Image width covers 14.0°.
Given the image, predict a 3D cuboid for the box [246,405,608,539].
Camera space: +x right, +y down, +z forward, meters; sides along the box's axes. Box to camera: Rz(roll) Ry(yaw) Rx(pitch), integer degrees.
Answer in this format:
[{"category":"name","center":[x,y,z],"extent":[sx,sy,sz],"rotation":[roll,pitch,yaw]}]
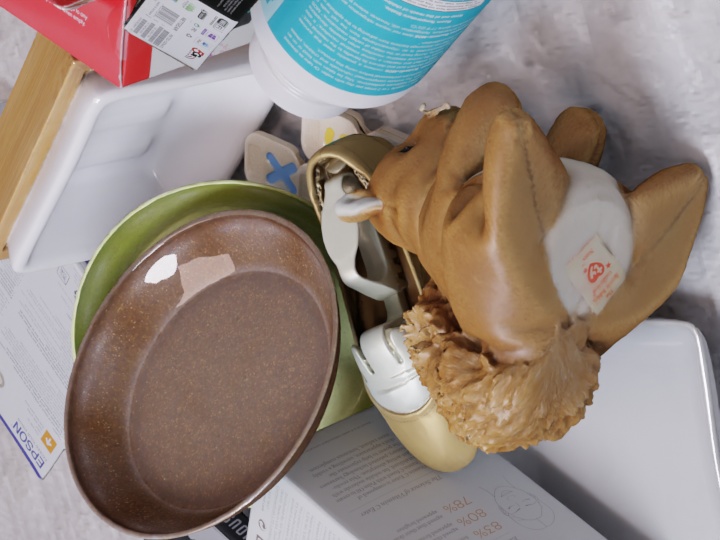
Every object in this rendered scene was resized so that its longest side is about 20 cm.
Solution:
[{"category":"box","center":[0.046,0.174,1.656],"extent":[0.200,0.124,0.098],"rotation":[37,133,34]}]

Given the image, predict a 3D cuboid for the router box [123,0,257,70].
[{"category":"router box","center":[-0.045,-0.209,1.524],"extent":[0.051,0.149,0.200],"rotation":[30,153,-11]}]

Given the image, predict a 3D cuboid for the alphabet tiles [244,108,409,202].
[{"category":"alphabet tiles","center":[0.000,0.000,1.743],"extent":[0.196,0.015,0.200],"rotation":[26,128,33]}]

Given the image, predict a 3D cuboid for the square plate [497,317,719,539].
[{"category":"square plate","center":[0.140,0.112,1.635],"extent":[0.198,0.028,0.200],"rotation":[6,113,50]}]

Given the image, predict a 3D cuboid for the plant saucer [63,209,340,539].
[{"category":"plant saucer","center":[-0.083,0.063,1.666],"extent":[0.200,0.037,0.200],"rotation":[-20,55,32]}]

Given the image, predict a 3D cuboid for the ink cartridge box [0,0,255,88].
[{"category":"ink cartridge box","center":[-0.125,-0.171,1.664],"extent":[0.116,0.200,0.067],"rotation":[35,132,36]}]

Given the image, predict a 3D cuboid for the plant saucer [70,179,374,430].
[{"category":"plant saucer","center":[-0.072,0.042,1.743],"extent":[0.200,0.031,0.200],"rotation":[2,103,11]}]

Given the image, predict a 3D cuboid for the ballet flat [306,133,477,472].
[{"category":"ballet flat","center":[0.011,0.020,1.646],"extent":[0.069,0.063,0.200],"rotation":[-24,79,30]}]

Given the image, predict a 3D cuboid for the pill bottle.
[{"category":"pill bottle","center":[0.011,-0.160,1.579],"extent":[0.111,0.111,0.200],"rotation":[57,142,12]}]

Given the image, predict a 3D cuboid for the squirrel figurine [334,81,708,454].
[{"category":"squirrel figurine","center":[0.063,-0.001,1.558],"extent":[0.187,0.141,0.200],"rotation":[19,101,53]}]

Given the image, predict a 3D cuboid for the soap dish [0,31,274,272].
[{"category":"soap dish","center":[-0.142,-0.091,1.770],"extent":[0.081,0.157,0.200],"rotation":[60,143,23]}]

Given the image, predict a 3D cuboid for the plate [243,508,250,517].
[{"category":"plate","center":[-0.008,0.178,1.849],"extent":[0.200,0.032,0.200],"rotation":[39,134,32]}]

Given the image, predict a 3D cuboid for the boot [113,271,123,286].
[{"category":"boot","center":[-0.118,0.053,1.827],"extent":[0.075,0.074,0.200],"rotation":[18,133,58]}]

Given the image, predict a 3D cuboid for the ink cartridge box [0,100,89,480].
[{"category":"ink cartridge box","center":[-0.228,0.016,2.026],"extent":[0.200,0.041,0.200],"rotation":[55,142,15]}]

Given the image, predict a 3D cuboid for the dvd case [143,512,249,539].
[{"category":"dvd case","center":[-0.085,0.186,1.858],"extent":[0.200,0.025,0.150],"rotation":[38,157,34]}]
